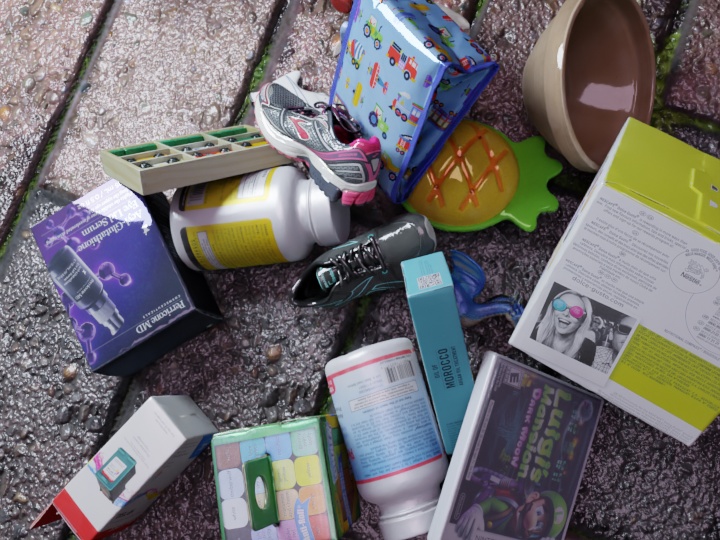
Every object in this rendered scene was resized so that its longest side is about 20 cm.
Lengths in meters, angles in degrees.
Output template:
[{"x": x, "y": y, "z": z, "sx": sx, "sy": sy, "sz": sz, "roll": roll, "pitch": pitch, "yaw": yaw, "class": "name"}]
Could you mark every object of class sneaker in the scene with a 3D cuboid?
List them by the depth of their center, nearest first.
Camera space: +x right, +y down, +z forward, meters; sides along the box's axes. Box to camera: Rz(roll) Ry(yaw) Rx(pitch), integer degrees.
[{"x": -0.044, "y": -0.158, "z": 0.780, "sx": 0.080, "sy": 0.076, "sz": 0.200, "roll": -23, "pitch": 53, "yaw": -39, "class": "sneaker"}, {"x": 0.000, "y": 0.000, "z": 0.792, "sx": 0.198, "sy": 0.079, "sz": 0.077, "roll": -31, "pitch": 81, "yaw": 35, "class": "sneaker"}, {"x": -0.054, "y": -0.175, "z": 0.876, "sx": 0.087, "sy": 0.075, "sz": 0.200, "roll": -41, "pitch": 79, "yaw": -6, "class": "sneaker"}]

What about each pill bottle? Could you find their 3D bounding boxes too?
[{"x": 0.035, "y": 0.187, "z": 0.783, "sx": 0.106, "sy": 0.109, "sz": 0.204, "roll": -17, "pitch": 78, "yaw": 4, "class": "pill bottle"}, {"x": -0.116, "y": -0.063, "z": 0.831, "sx": 0.195, "sy": 0.111, "sz": 0.114, "roll": -5, "pitch": 80, "yaw": 16, "class": "pill bottle"}]

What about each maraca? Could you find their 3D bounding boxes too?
[{"x": 0.135, "y": -0.110, "z": 0.819, "sx": 0.195, "sy": 0.107, "sz": 0.141, "roll": 8, "pitch": 80, "yaw": 8, "class": "maraca"}]

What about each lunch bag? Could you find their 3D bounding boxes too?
[{"x": 0.032, "y": -0.186, "z": 0.768, "sx": 0.151, "sy": 0.093, "sz": 0.202, "roll": 52, "pitch": 133, "yaw": 25, "class": "lunch bag"}]

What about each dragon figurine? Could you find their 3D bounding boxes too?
[{"x": 0.113, "y": 0.014, "z": 0.826, "sx": 0.099, "sy": 0.059, "sz": 0.200, "roll": -42, "pitch": 78, "yaw": -1, "class": "dragon figurine"}]

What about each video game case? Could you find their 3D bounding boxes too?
[{"x": 0.173, "y": 0.210, "z": 0.750, "sx": 0.179, "sy": 0.023, "sz": 0.204, "roll": 23, "pitch": 82, "yaw": -29, "class": "video game case"}]

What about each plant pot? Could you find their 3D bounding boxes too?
[{"x": 0.252, "y": -0.217, "z": 0.807, "sx": 0.092, "sy": 0.199, "sz": 0.205, "roll": 10, "pitch": 79, "yaw": 50, "class": "plant pot"}]

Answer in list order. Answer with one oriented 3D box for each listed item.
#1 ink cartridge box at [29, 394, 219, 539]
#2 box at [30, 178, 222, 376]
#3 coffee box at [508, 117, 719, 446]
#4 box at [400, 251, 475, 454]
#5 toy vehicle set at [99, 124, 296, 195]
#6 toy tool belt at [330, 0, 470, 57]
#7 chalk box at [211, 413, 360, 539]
[{"x": -0.270, "y": 0.241, "z": 0.812, "sx": 0.067, "sy": 0.116, "sz": 0.200, "roll": 43, "pitch": 89, "yaw": 12, "class": "ink cartridge box"}, {"x": -0.284, "y": 0.005, "z": 0.859, "sx": 0.146, "sy": 0.104, "sz": 0.203, "roll": -30, "pitch": 78, "yaw": 1, "class": "box"}, {"x": 0.297, "y": 0.002, "z": 0.694, "sx": 0.197, "sy": 0.200, "sz": 0.200, "roll": 29, "pitch": 127, "yaw": 11, "class": "coffee box"}, {"x": 0.091, "y": 0.091, "z": 0.755, "sx": 0.048, "sy": 0.083, "sz": 0.204, "roll": -13, "pitch": 115, "yaw": 5, "class": "box"}, {"x": -0.187, "y": -0.134, "z": 0.816, "sx": 0.123, "sy": 0.197, "sz": 0.027, "roll": 24, "pitch": 124, "yaw": 46, "class": "toy vehicle set"}, {"x": 0.027, "y": -0.281, "z": 0.855, "sx": 0.197, "sy": 0.125, "sz": 0.124, "roll": 29, "pitch": 77, "yaw": 12, "class": "toy tool belt"}, {"x": -0.079, "y": 0.225, "z": 0.745, "sx": 0.121, "sy": 0.200, "sz": 0.128, "roll": -10, "pitch": 79, "yaw": 6, "class": "chalk box"}]
